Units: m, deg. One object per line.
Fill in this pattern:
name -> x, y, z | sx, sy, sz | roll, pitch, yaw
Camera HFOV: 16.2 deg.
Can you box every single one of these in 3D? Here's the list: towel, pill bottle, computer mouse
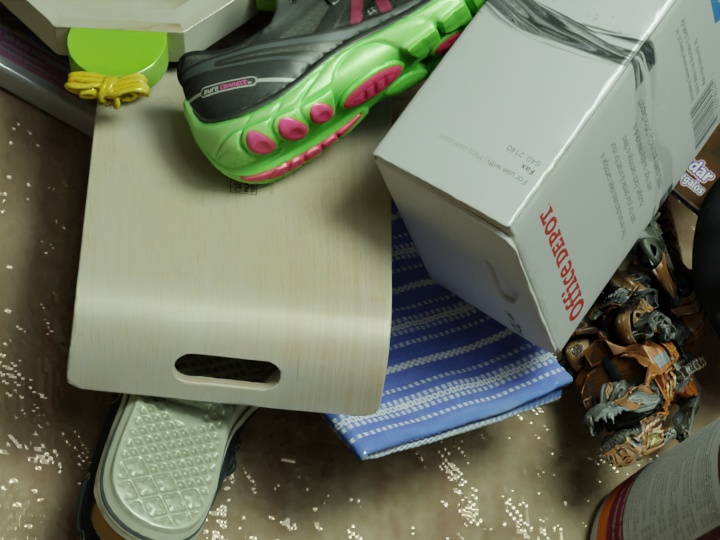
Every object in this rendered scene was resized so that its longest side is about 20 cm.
towel -> 0.000, 0.000, 1.253 | 0.145, 0.024, 0.200 | -14, 57, -39
pill bottle -> 0.205, 0.117, 1.234 | 0.110, 0.200, 0.110 | 13, 60, -23
computer mouse -> 0.207, 0.012, 1.327 | 0.053, 0.200, 0.139 | 4, 61, 20

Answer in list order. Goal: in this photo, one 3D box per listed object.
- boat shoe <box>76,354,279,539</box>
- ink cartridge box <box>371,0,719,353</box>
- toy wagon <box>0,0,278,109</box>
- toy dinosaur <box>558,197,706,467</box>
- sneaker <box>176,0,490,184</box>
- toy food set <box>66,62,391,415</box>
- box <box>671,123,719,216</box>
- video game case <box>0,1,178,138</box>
boat shoe -> -0.085, 0.068, 1.189 | 0.075, 0.062, 0.200 | 29, 40, -7
ink cartridge box -> 0.107, -0.082, 1.201 | 0.086, 0.146, 0.200 | 32, 76, 24
toy wagon -> -0.114, -0.153, 1.238 | 0.155, 0.040, 0.200 | 3, 55, 2
toy dinosaur -> 0.134, 0.018, 1.330 | 0.136, 0.102, 0.200 | 46, 15, -18
sneaker -> 0.001, -0.121, 1.186 | 0.200, 0.077, 0.084 | -31, 71, -20
toy food set -> -0.060, -0.021, 1.199 | 0.143, 0.060, 0.200 | 6, 46, -6
box -> 0.154, -0.141, 1.358 | 0.200, 0.039, 0.137 | 41, 92, 18
video game case -> -0.137, -0.167, 1.306 | 0.143, 0.018, 0.200 | 29, 55, -12
